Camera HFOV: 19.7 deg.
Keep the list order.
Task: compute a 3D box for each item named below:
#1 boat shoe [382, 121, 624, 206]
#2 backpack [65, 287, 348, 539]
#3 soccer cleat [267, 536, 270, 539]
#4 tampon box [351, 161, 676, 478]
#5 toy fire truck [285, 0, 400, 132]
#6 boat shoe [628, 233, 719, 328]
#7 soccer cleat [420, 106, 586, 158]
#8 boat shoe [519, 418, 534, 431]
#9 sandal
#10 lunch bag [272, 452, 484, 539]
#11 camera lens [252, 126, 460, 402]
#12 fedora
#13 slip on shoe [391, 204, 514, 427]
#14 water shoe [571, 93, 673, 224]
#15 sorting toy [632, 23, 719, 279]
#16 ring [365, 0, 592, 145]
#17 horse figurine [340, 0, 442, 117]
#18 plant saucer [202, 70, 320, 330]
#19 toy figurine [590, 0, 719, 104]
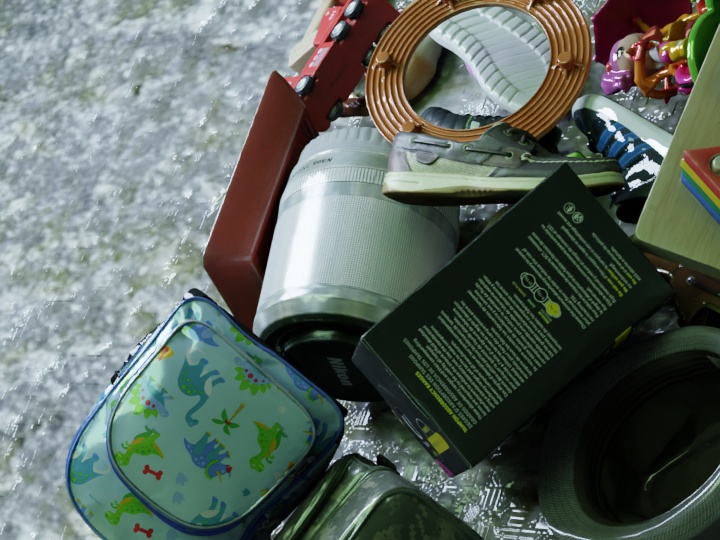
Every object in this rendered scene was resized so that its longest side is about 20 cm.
[{"bbox_3d":[0.112,-0.087,1.660,0.199,0.073,0.065,0,84,18],"label":"boat shoe"},{"bbox_3d":[-0.131,0.141,1.641,0.200,0.183,0.147,-51,-5,-2],"label":"backpack"},{"bbox_3d":[-0.105,0.208,1.754,0.067,0.081,0.201,9,79,49],"label":"soccer cleat"},{"bbox_3d":[0.109,0.043,1.544,0.200,0.126,0.150,-40,-5,-7],"label":"tampon box"},{"bbox_3d":[-0.031,-0.222,2.011,0.201,0.049,0.141,-58,26,-14],"label":"toy fire truck"},{"bbox_3d":[0.264,0.020,1.564,0.199,0.072,0.068,13,69,49],"label":"boat shoe"},{"bbox_3d":[0.127,-0.106,1.807,0.200,0.067,0.081,39,99,45],"label":"soccer cleat"},{"bbox_3d":[0.156,0.038,1.670,0.065,0.073,0.201,23,89,48],"label":"boat shoe"},{"bbox_3d":[0.130,-0.190,1.886,0.082,0.050,0.203,-28,47,-11],"label":"sandal"},{"bbox_3d":[-0.013,0.248,1.621,0.200,0.139,0.168,-53,21,-3],"label":"lunch bag"},{"bbox_3d":[0.000,0.000,1.776,0.159,0.160,0.201,-15,50,37],"label":"camera lens"},{"bbox_3d":[0.232,0.135,1.489,0.200,0.090,0.178,-30,41,35],"label":"fedora"},{"bbox_3d":[0.083,0.037,1.646,0.076,0.060,0.201,24,88,53],"label":"slip on shoe"},{"bbox_3d":[0.221,-0.082,1.691,0.079,0.071,0.200,-55,36,3],"label":"water shoe"},{"bbox_3d":[0.324,-0.082,1.496,0.198,0.070,0.201,20,70,12],"label":"sorting toy"},{"bbox_3d":[0.097,-0.175,1.756,0.199,0.019,0.201,-11,56,17],"label":"ring"},{"bbox_3d":[0.044,-0.219,1.997,0.132,0.050,0.201,14,70,55],"label":"horse figurine"},{"bbox_3d":[-0.069,-0.045,1.877,0.036,0.200,0.201,10,65,20],"label":"plant saucer"},{"bbox_3d":[0.260,-0.187,1.690,0.184,0.150,0.200,-15,35,53],"label":"toy figurine"}]
